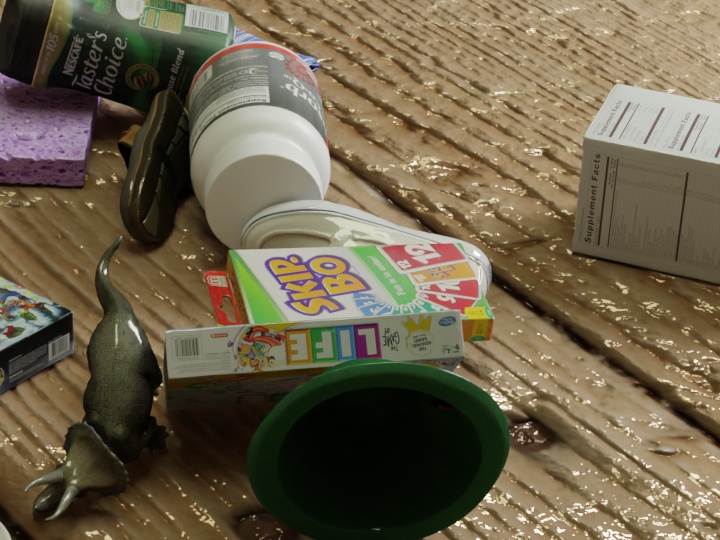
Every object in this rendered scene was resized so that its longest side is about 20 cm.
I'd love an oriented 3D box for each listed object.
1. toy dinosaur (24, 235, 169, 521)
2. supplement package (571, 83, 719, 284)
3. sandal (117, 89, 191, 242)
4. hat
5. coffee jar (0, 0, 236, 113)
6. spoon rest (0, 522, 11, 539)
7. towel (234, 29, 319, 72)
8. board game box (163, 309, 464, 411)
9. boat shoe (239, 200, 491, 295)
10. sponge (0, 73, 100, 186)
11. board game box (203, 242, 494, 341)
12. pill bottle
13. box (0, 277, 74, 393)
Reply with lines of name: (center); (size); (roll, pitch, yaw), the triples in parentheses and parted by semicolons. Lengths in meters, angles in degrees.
toy dinosaur: (-0.162, 0.077, 1.496); (0.077, 0.201, 0.102); (15, -8, -1)
supplement package: (0.285, -0.066, 1.814); (0.199, 0.114, 0.110); (13, 32, 16)
sandal: (-0.177, -0.086, 1.858); (0.054, 0.082, 0.200); (-12, 33, 17)
hat: (0.003, 0.069, 1.468); (0.165, 0.200, 0.176); (14, 42, -17)
coffee jar: (-0.216, -0.197, 1.946); (0.199, 0.104, 0.085); (14, 40, -10)
spoon rest: (-0.317, 0.175, 1.377); (0.199, 0.061, 0.099); (-3, 30, -10)
towel: (-0.155, -0.208, 2.108); (0.200, 0.024, 0.145); (26, 35, 34)
board game box: (-0.036, 0.063, 1.539); (0.199, 0.034, 0.134); (-4, -12, -6)
boat shoe: (0.000, 0.000, 1.718); (0.199, 0.071, 0.070); (14, 28, 5)
sponge: (-0.289, -0.133, 1.953); (0.111, 0.030, 0.200); (3, 30, -3)
board game box: (-0.010, 0.019, 1.627); (0.199, 0.030, 0.096); (-4, 38, -13)
pill bottle: (-0.084, -0.099, 1.831); (0.116, 0.116, 0.200); (0, 30, -6)
box: (-0.324, 0.059, 1.602); (0.137, 0.040, 0.200); (22, 35, 31)
